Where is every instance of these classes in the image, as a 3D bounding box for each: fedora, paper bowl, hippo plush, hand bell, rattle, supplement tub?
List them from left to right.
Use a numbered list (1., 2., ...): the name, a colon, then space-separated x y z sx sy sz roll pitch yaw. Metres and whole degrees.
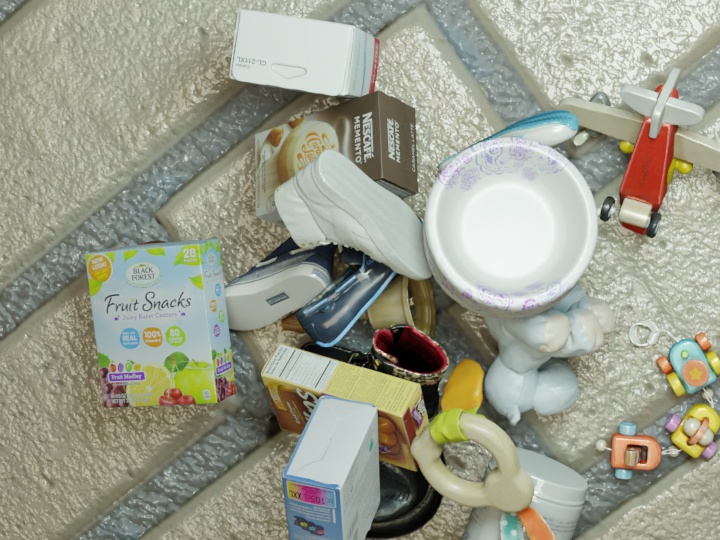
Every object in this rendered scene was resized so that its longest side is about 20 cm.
1. hand bell: -0.012 0.054 1.703 0.197 0.104 0.106 -9 94 22
2. fedora: 0.010 0.264 1.702 0.197 0.092 0.204 1 95 9
3. rattle: 0.163 0.228 1.598 0.199 0.143 0.131 37 111 -5
4. paper bowl: 0.171 -0.043 1.545 0.197 0.104 0.204 0 75 0
5. supplement tub: 0.194 0.337 1.661 0.130 0.132 0.203 21 98 7
6. hippo plush: 0.209 0.111 1.624 0.196 0.160 0.164 2 108 -10

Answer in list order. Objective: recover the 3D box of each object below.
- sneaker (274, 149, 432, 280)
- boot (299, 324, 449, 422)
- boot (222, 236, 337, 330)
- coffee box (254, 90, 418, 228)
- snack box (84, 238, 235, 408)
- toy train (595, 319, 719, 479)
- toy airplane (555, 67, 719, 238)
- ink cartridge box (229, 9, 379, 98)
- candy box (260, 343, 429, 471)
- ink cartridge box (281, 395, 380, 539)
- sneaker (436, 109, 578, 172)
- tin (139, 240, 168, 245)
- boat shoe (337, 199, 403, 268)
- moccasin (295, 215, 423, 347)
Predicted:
1. sneaker: -0.010 -0.050 1.560 0.200 0.074 0.115 43 137 -21
2. boot: 0.016 0.116 1.655 0.198 0.151 0.074 26 60 6
3. boot: -0.111 0.011 1.719 0.198 0.091 0.073 -17 129 32
4. coffee box: -0.032 -0.132 1.628 0.198 0.079 0.116 -15 69 34
5. snack box: -0.255 0.068 1.696 0.166 0.068 0.204 -5 95 19
6. toy train: 0.377 0.170 1.654 0.148 0.056 0.204 9 97 8
7. toy airplane: 0.355 -0.156 1.587 0.198 0.141 0.201 -25 106 42
8. ink cartridge box: -0.063 -0.258 1.613 0.143 0.200 0.084 10 96 8
9. candy box: -0.016 0.169 1.635 0.197 0.118 0.057 15 53 26
10. ink cartridge box: -0.030 0.270 1.570 0.075 0.137 0.202 10 131 17
11. sneaker: 0.189 -0.135 1.628 0.199 0.076 0.082 -24 95 40
12. tin: -0.256 0.060 1.757 0.110 0.042 0.203 -20 92 6
13. boat shoe: 0.025 -0.094 1.672 0.074 0.066 0.202 15 92 -35
14. moccasin: 0.000 0.000 1.615 0.068 0.080 0.201 41 75 -7
